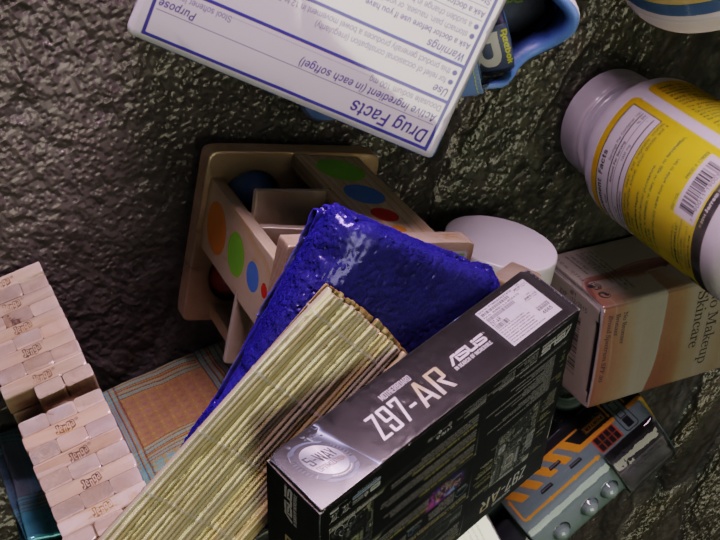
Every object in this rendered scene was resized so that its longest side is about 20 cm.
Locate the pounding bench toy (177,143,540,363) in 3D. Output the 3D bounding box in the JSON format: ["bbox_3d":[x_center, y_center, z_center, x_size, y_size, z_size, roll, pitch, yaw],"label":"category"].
[{"bbox_3d":[0.000,0.000,0.783,0.198,0.156,0.125,-2,120,-28],"label":"pounding bench toy"}]

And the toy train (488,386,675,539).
[{"bbox_3d":[0.169,0.165,1.015,0.200,0.114,0.085,-40,130,-2],"label":"toy train"}]

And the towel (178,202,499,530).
[{"bbox_3d":[-0.019,0.063,0.682,0.147,0.050,0.201,20,107,-45],"label":"towel"}]

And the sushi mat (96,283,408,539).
[{"bbox_3d":[-0.057,0.100,0.636,0.200,0.012,0.096,-48,136,3],"label":"sushi mat"}]

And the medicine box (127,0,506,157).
[{"bbox_3d":[-0.007,-0.194,0.654,0.181,0.103,0.201,21,110,-14],"label":"medicine box"}]

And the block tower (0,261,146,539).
[{"bbox_3d":[-0.177,0.088,0.713,0.054,0.201,0.058,-24,144,-16],"label":"block tower"}]

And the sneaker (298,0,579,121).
[{"bbox_3d":[0.051,-0.148,0.768,0.199,0.082,0.074,-27,131,-11],"label":"sneaker"}]

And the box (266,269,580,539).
[{"bbox_3d":[0.036,0.111,0.687,0.199,0.043,0.161,-34,147,-28],"label":"box"}]

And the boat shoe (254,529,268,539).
[{"bbox_3d":[-0.021,0.214,0.962,0.199,0.072,0.071,-33,131,-7],"label":"boat shoe"}]

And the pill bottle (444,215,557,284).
[{"bbox_3d":[0.081,0.067,0.903,0.111,0.112,0.202,-3,120,-29],"label":"pill bottle"}]

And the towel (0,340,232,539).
[{"bbox_3d":[-0.136,0.105,0.778,0.199,0.147,0.022,-25,119,-16],"label":"towel"}]

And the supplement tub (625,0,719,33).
[{"bbox_3d":[0.203,-0.266,0.741,0.144,0.145,0.200,-39,131,-2],"label":"supplement tub"}]

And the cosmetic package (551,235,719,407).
[{"bbox_3d":[0.252,0.030,0.996,0.198,0.087,0.104,-14,124,-22],"label":"cosmetic package"}]

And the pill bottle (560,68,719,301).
[{"bbox_3d":[0.231,-0.067,0.848,0.111,0.200,0.113,-14,126,-21],"label":"pill bottle"}]

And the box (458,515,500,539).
[{"bbox_3d":[0.035,0.281,0.941,0.199,0.036,0.145,-31,104,-9],"label":"box"}]
